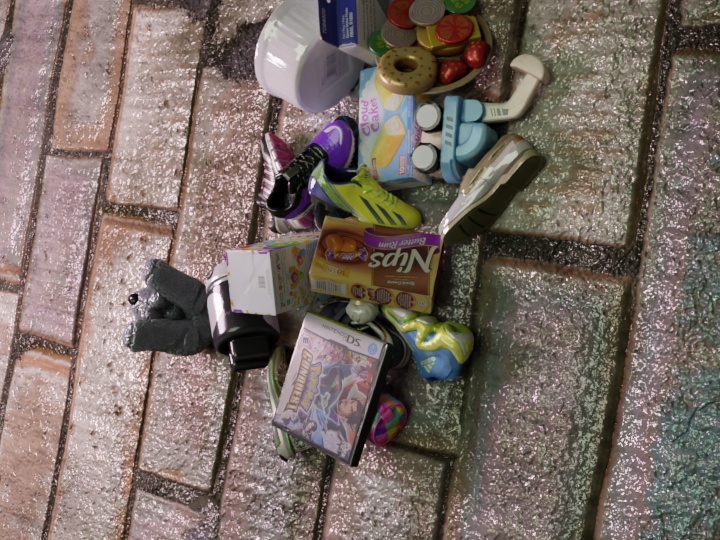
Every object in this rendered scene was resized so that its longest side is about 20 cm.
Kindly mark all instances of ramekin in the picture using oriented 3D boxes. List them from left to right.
[{"bbox_3d":[-0.078,-0.372,1.676,0.097,0.200,0.202,37,105,27],"label":"ramekin"}]

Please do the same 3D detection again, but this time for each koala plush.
[{"bbox_3d":[-0.379,0.080,1.883,0.199,0.182,0.180,4,76,59],"label":"koala plush"}]

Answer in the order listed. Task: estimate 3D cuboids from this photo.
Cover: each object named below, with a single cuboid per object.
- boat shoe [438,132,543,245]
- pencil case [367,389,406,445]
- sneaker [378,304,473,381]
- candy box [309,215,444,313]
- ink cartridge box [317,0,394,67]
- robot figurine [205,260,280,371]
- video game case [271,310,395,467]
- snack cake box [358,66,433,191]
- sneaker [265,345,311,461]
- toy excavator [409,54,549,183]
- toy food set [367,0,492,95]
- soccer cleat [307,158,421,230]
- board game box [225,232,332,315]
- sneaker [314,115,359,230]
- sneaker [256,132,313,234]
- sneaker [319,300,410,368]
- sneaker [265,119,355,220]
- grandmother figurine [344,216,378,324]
[{"bbox_3d":[0.192,-0.125,1.509,0.200,0.074,0.069,-44,56,14],"label":"boat shoe"},{"bbox_3d":[-0.016,0.204,1.605,0.199,0.088,0.089,33,103,33],"label":"pencil case"},{"bbox_3d":[0.092,0.115,1.545,0.199,0.075,0.107,26,111,48],"label":"sneaker"},{"bbox_3d":[0.027,-0.010,1.541,0.197,0.057,0.118,10,57,9],"label":"candy box"},{"bbox_3d":[0.003,-0.449,1.618,0.040,0.199,0.203,-10,78,36],"label":"ink cartridge box"},{"bbox_3d":[-0.214,0.077,1.749,0.149,0.124,0.202,-30,60,32],"label":"robot figurine"},{"bbox_3d":[-0.047,0.186,1.566,0.179,0.025,0.203,19,93,37],"label":"video game case"},{"bbox_3d":[0.058,-0.240,1.627,0.114,0.067,0.203,-5,80,36],"label":"snack cake box"},{"bbox_3d":[-0.112,0.228,1.705,0.087,0.077,0.203,-11,73,4],"label":"sneaker"},{"bbox_3d":[0.190,-0.233,1.521,0.197,0.100,0.198,4,86,24],"label":"toy excavator"},{"bbox_3d":[0.112,-0.366,1.561,0.197,0.049,0.200,-13,59,3],"label":"toy food set"},{"bbox_3d":[0.012,-0.121,1.580,0.065,0.198,0.084,-85,16,-62],"label":"soccer cleat"},{"bbox_3d":[-0.118,0.001,1.631,0.102,0.199,0.107,2,101,37],"label":"board game box"},{"bbox_3d":[-0.046,-0.168,1.706,0.077,0.075,0.203,14,94,63],"label":"sneaker"},{"bbox_3d":[-0.156,-0.154,1.775,0.087,0.073,0.202,-27,72,25],"label":"sneaker"},{"bbox_3d":[-0.011,0.101,1.624,0.199,0.079,0.079,23,98,39],"label":"sneaker"},{"bbox_3d":[-0.089,-0.163,1.616,0.070,0.099,0.201,44,110,21],"label":"sneaker"},{"bbox_3d":[0.000,0.000,1.599,0.120,0.061,0.202,-22,50,26],"label":"grandmother figurine"}]
